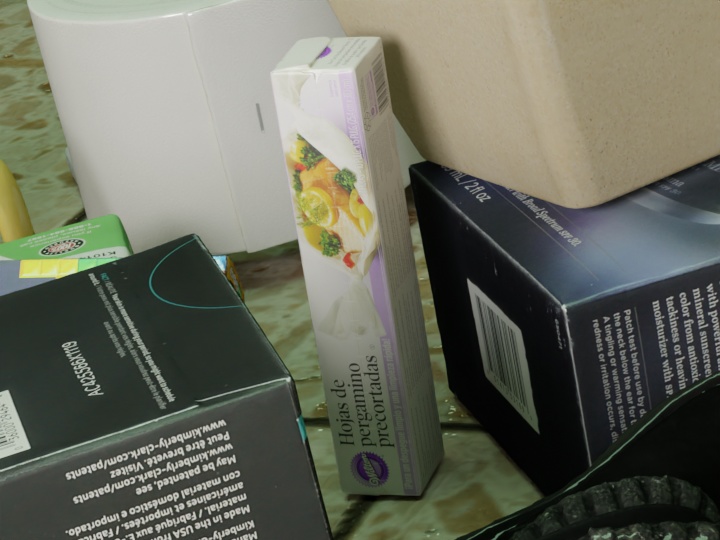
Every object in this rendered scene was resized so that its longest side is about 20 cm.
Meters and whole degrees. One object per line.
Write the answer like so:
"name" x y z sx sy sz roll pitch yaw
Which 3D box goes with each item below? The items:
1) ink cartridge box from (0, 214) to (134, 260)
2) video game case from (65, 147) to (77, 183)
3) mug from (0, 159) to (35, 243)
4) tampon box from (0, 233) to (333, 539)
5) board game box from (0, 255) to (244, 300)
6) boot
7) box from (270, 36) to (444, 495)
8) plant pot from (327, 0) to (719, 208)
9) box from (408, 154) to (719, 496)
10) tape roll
"ink cartridge box" -0.160 0.061 1.151 0.146 0.084 0.200 -16 23 -5
"video game case" -0.064 -0.067 1.483 0.200 0.023 0.182 -18 23 -10
"mug" -0.268 -0.023 1.316 0.186 0.153 0.149 -14 22 -6
"tampon box" -0.075 0.117 0.827 0.126 0.200 0.150 -17 22 -11
"board game box" -0.150 0.078 1.005 0.200 0.057 0.166 -1 61 5
"boot" 0.122 0.094 0.874 0.211 0.080 0.158 -31 1 -17
"box" 0.000 0.000 1.061 0.039 0.200 0.041 0 26 21
"plant pot" 0.093 -0.138 1.049 0.200 0.177 0.200 -22 22 -24
"box" 0.149 0.005 1.075 0.198 0.123 0.200 -16 23 -13
"tape roll" -0.070 -0.111 1.382 0.202 0.139 0.203 -11 22 5
